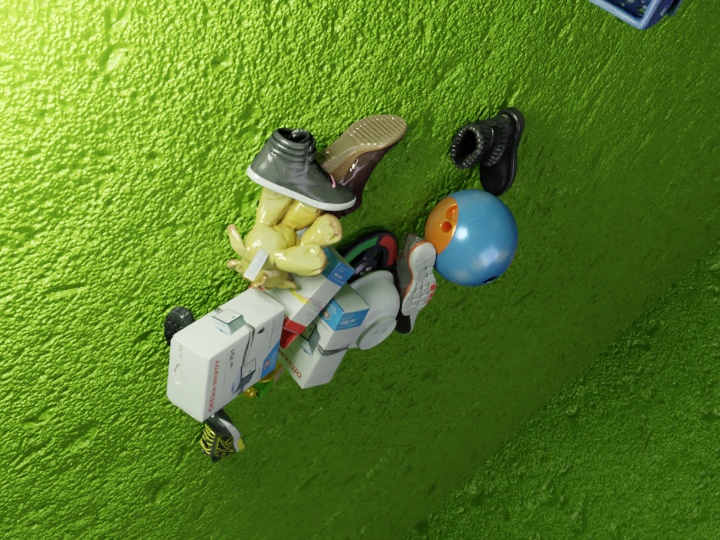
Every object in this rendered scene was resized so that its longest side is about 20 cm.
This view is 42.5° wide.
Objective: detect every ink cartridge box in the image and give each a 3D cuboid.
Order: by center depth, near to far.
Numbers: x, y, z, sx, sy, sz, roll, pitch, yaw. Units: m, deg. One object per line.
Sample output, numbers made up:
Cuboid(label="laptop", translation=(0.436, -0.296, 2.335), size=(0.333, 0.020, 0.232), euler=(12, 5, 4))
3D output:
Cuboid(label="ink cartridge box", translation=(-0.230, 0.142, 1.598), size=(0.200, 0.085, 0.148), euler=(-36, 147, -47))
Cuboid(label="ink cartridge box", translation=(-0.121, 0.031, 1.698), size=(0.200, 0.116, 0.067), euler=(-49, 152, 6))
Cuboid(label="ink cartridge box", translation=(-0.089, 0.105, 1.804), size=(0.085, 0.146, 0.201), euler=(-8, 135, -49))

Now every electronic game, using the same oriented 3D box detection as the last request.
Cuboid(label="electronic game", translation=(0.000, 0.000, 1.897), size=(0.199, 0.042, 0.201), euler=(-32, 149, -22))

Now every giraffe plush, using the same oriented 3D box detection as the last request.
Cuboid(label="giraffe plush", translation=(-0.143, -0.031, 1.575), size=(0.200, 0.173, 0.162), euler=(-43, 175, -25))

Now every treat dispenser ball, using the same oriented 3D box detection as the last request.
Cuboid(label="treat dispenser ball", translation=(0.231, -0.069, 1.946), size=(0.200, 0.201, 0.202), euler=(-32, 149, -22))

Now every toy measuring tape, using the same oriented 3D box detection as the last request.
Cuboid(label="toy measuring tape", translation=(-0.187, 0.186, 1.896), size=(0.200, 0.073, 0.074), euler=(-51, 162, -42))

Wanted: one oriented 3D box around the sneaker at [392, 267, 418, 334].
Cuboid(label="sneaker", translation=(0.104, 0.044, 2.089), size=(0.085, 0.072, 0.202), euler=(-61, 162, -44))

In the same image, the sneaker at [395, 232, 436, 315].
Cuboid(label="sneaker", translation=(0.111, 0.003, 1.944), size=(0.076, 0.082, 0.202), euler=(-15, 135, -27))

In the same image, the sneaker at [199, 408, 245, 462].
Cuboid(label="sneaker", translation=(-0.296, 0.348, 1.925), size=(0.084, 0.075, 0.201), euler=(-36, 150, -15))

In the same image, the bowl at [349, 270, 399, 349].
Cuboid(label="bowl", translation=(0.012, 0.100, 1.931), size=(0.200, 0.091, 0.202), euler=(-30, 156, -15))

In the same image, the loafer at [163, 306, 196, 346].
Cuboid(label="loafer", translation=(-0.300, 0.126, 1.649), size=(0.071, 0.067, 0.202), euler=(-52, 154, -33))

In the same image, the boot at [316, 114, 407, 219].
Cuboid(label="boot", translation=(-0.005, -0.178, 1.636), size=(0.198, 0.073, 0.167), euler=(-29, 150, -15))

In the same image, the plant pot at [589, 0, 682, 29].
Cuboid(label="plant pot", translation=(0.516, -0.574, 1.676), size=(0.179, 0.200, 0.202), euler=(-21, 144, -45))

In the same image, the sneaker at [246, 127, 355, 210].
Cuboid(label="sneaker", translation=(-0.076, -0.166, 1.498), size=(0.198, 0.071, 0.100), euler=(16, 118, -30))

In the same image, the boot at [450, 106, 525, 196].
Cuboid(label="boot", translation=(0.250, -0.225, 1.890), size=(0.157, 0.079, 0.213), euler=(-31, 139, -38))
